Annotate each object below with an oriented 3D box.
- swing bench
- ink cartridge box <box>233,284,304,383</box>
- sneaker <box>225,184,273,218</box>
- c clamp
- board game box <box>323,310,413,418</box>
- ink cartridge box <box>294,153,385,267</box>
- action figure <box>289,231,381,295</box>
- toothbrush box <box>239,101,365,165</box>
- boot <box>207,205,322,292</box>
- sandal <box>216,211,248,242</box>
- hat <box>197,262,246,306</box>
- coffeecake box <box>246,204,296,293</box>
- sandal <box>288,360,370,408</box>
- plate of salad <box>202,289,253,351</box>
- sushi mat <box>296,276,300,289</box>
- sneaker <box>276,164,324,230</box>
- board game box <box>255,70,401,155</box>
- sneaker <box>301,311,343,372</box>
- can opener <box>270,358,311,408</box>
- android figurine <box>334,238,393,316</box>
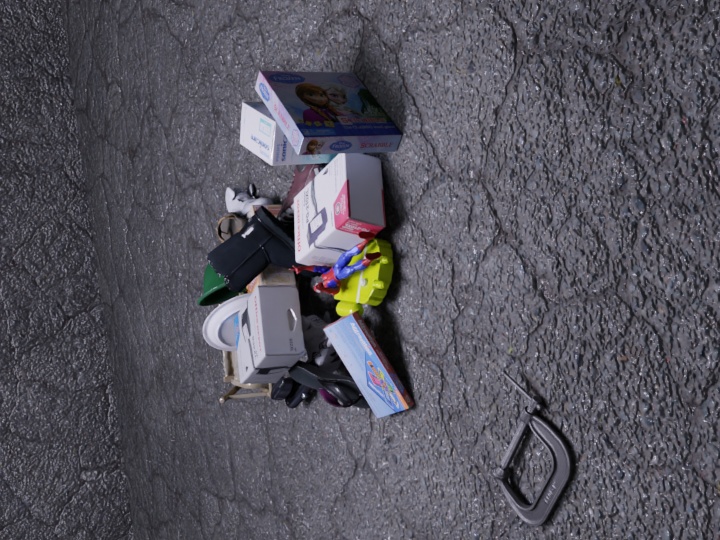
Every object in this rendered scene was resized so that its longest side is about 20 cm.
[{"bbox_3d":[-0.273,0.188,2.079,0.200,0.129,0.200,-125,32,-79],"label":"swing bench"},{"bbox_3d":[-0.186,0.130,1.748,0.200,0.083,0.146,133,133,-59],"label":"ink cartridge box"},{"bbox_3d":[-0.265,-0.155,2.047,0.200,0.075,0.116,-38,67,60],"label":"sneaker"},{"bbox_3d":[0.250,0.278,1.321,0.171,0.027,0.201,42,130,42],"label":"c clamp"},{"bbox_3d":[0.013,0.176,1.623,0.103,0.019,0.201,-29,93,52],"label":"board game box"},{"bbox_3d":[-0.043,-0.108,1.621,0.200,0.084,0.146,-37,49,50],"label":"ink cartridge box"},{"bbox_3d":[-0.055,-0.002,1.591,0.200,0.099,0.066,-43,58,53],"label":"action figure"},{"bbox_3d":[-0.106,-0.258,1.629,0.146,0.199,0.086,38,129,51],"label":"toothbrush box"},{"bbox_3d":[-0.197,-0.014,1.809,0.168,0.200,0.076,-43,22,11],"label":"boot"},{"bbox_3d":[-0.295,-0.087,1.981,0.200,0.054,0.082,-157,64,-66],"label":"sandal"},{"bbox_3d":[-0.345,-0.026,2.093,0.200,0.165,0.177,110,135,-77],"label":"hat"},{"bbox_3d":[-0.210,-0.023,1.949,0.154,0.073,0.201,123,140,-56],"label":"coffeecake box"},{"bbox_3d":[-0.059,0.238,1.729,0.199,0.048,0.076,16,140,23],"label":"sandal"},{"bbox_3d":[-0.246,0.105,1.897,0.048,0.199,0.201,67,147,37],"label":"plate of salad"},{"bbox_3d":[-0.141,0.093,1.860,0.200,0.012,0.096,-89,3,-67],"label":"sushi mat"},{"bbox_3d":[-0.121,-0.169,1.818,0.200,0.075,0.116,-38,57,46],"label":"sneaker"},{"bbox_3d":[-0.058,-0.281,1.543,0.200,0.199,0.041,57,140,36],"label":"board game box"},{"bbox_3d":[-0.070,0.123,1.762,0.115,0.075,0.200,65,147,26],"label":"sneaker"},{"bbox_3d":[-0.120,0.238,1.909,0.200,0.078,0.064,-46,65,38],"label":"can opener"},{"bbox_3d":[0.000,0.000,1.636,0.200,0.041,0.183,9,88,61],"label":"android figurine"}]
